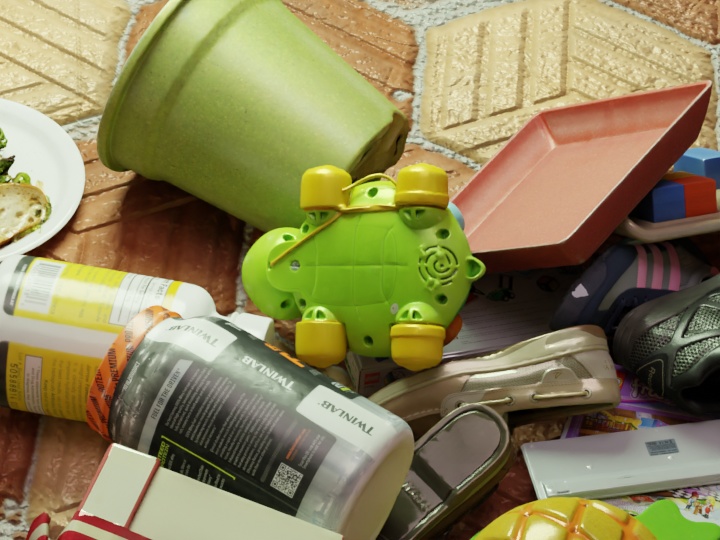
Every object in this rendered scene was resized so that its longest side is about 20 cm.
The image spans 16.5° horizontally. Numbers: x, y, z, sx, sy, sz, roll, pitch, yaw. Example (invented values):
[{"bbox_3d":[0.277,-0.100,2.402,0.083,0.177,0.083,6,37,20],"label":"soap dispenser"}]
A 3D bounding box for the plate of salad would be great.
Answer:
[{"bbox_3d":[-0.316,-0.079,1.954,0.199,0.048,0.201,2,45,-2],"label":"plate of salad"}]

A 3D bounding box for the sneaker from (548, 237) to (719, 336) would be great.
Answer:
[{"bbox_3d":[0.214,0.021,1.850,0.082,0.070,0.200,42,34,17],"label":"sneaker"}]

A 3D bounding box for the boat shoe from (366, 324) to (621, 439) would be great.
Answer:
[{"bbox_3d":[0.087,0.099,1.777,0.199,0.072,0.065,-18,73,7],"label":"boat shoe"}]

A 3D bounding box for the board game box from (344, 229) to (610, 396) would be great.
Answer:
[{"bbox_3d":[0.076,0.025,1.892,0.199,0.035,0.127,-8,47,-13],"label":"board game box"}]

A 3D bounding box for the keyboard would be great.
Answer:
[{"bbox_3d":[0.215,0.132,1.761,0.199,0.011,0.056,-6,40,-11],"label":"keyboard"}]

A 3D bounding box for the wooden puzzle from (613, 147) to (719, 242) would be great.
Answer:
[{"bbox_3d":[0.252,-0.062,1.912,0.199,0.047,0.185,-5,10,-20],"label":"wooden puzzle"}]

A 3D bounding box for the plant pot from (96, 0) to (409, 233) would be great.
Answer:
[{"bbox_3d":[-0.071,-0.113,1.928,0.184,0.201,0.200,35,51,12],"label":"plant pot"}]

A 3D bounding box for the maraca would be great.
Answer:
[{"bbox_3d":[0.158,0.207,1.665,0.199,0.107,0.137,-8,44,-13],"label":"maraca"}]

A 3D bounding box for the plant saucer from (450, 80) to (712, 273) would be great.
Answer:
[{"bbox_3d":[0.149,-0.060,1.857,0.200,0.037,0.199,-45,22,-31],"label":"plant saucer"}]

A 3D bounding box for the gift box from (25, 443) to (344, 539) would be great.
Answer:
[{"bbox_3d":[-0.128,0.231,1.573,0.186,0.185,0.200,19,43,3],"label":"gift box"}]

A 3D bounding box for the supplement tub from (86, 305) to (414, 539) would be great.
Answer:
[{"bbox_3d":[-0.075,0.110,1.653,0.199,0.123,0.123,29,49,16],"label":"supplement tub"}]

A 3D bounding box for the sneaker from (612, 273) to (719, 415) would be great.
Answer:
[{"bbox_3d":[0.293,0.046,1.803,0.199,0.077,0.114,-24,47,-21],"label":"sneaker"}]

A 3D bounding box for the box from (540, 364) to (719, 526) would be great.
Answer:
[{"bbox_3d":[0.239,0.146,1.782,0.199,0.039,0.137,15,46,11],"label":"box"}]

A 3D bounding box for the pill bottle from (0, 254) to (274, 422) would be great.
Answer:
[{"bbox_3d":[-0.166,0.058,1.784,0.199,0.112,0.112,10,45,5],"label":"pill bottle"}]

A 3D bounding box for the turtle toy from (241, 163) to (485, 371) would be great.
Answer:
[{"bbox_3d":[0.000,0.000,1.803,0.199,0.101,0.147,0,85,24],"label":"turtle toy"}]

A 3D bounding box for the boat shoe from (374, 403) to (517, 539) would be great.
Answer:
[{"bbox_3d":[0.025,0.174,1.718,0.199,0.068,0.072,-31,63,-6],"label":"boat shoe"}]
